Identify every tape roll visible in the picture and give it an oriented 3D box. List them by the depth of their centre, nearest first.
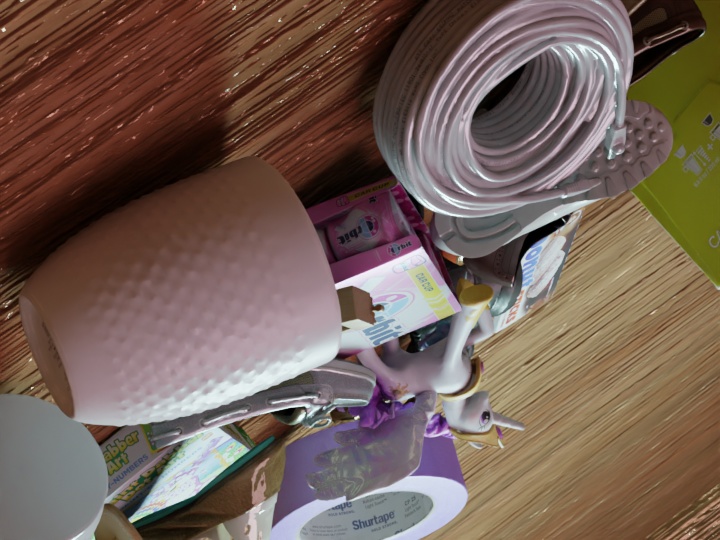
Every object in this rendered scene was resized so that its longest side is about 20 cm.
[{"bbox_3d":[-0.002,0.211,2.047,0.200,0.066,0.200,-12,154,-6],"label":"tape roll"}]

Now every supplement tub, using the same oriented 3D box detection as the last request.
[{"bbox_3d":[-0.266,0.194,1.540,0.132,0.132,0.200,-23,155,-37],"label":"supplement tub"}]

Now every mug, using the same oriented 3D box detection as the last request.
[{"bbox_3d":[-0.132,0.024,1.413,0.175,0.148,0.200,-22,-174,-20],"label":"mug"}]

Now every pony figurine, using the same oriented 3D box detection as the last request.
[{"bbox_3d":[0.037,0.094,1.823,0.193,0.167,0.200,-10,131,1],"label":"pony figurine"}]

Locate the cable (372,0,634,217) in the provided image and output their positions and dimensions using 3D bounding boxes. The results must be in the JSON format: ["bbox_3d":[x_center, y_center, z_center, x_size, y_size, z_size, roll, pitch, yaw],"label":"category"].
[{"bbox_3d":[0.103,-0.128,1.505,0.200,0.069,0.200,-17,136,-28],"label":"cable"}]

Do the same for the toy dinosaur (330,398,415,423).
[{"bbox_3d":[0.011,0.149,2.074,0.106,0.060,0.200,-17,153,1],"label":"toy dinosaur"}]

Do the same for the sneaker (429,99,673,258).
[{"bbox_3d":[0.143,-0.072,1.643,0.200,0.076,0.081,-24,176,-4],"label":"sneaker"}]

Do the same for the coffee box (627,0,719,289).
[{"bbox_3d":[0.338,-0.132,1.781,0.198,0.200,0.200,-13,148,-50],"label":"coffee box"}]

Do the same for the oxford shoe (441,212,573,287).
[{"bbox_3d":[0.150,-0.071,1.732,0.200,0.073,0.071,-53,164,-12],"label":"oxford shoe"}]

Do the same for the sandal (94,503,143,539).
[{"bbox_3d":[-0.215,0.259,1.736,0.070,0.078,0.212,-37,166,-22],"label":"sandal"}]

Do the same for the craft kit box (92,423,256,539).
[{"bbox_3d":[-0.189,0.188,1.801,0.200,0.049,0.198,-39,158,1],"label":"craft kit box"}]

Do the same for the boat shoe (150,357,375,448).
[{"bbox_3d":[-0.077,0.103,1.686,0.202,0.065,0.074,1,170,-36],"label":"boat shoe"}]

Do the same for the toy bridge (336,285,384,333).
[{"bbox_3d":[-0.073,0.049,1.568,0.200,0.027,0.067,-14,164,22],"label":"toy bridge"}]

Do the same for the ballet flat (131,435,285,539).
[{"bbox_3d":[-0.117,0.203,1.724,0.200,0.072,0.068,-34,177,31],"label":"ballet flat"}]

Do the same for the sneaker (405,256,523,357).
[{"bbox_3d":[0.070,0.042,1.921,0.079,0.075,0.200,-2,142,-29],"label":"sneaker"}]

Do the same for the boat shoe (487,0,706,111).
[{"bbox_3d":[0.180,-0.145,1.659,0.202,0.075,0.075,-43,160,12],"label":"boat shoe"}]

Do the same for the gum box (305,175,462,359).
[{"bbox_3d":[0.000,0.000,1.635,0.113,0.066,0.200,-22,162,5],"label":"gum box"}]

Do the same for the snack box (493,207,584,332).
[{"bbox_3d":[0.161,-0.009,2.008,0.072,0.024,0.200,-30,160,-19],"label":"snack box"}]

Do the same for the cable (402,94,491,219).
[{"bbox_3d":[0.054,-0.068,1.643,0.097,0.050,0.200,-15,150,-46],"label":"cable"}]
